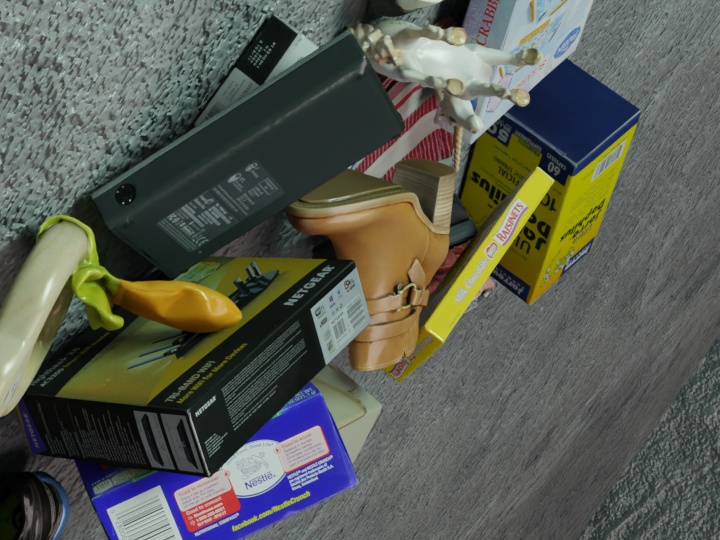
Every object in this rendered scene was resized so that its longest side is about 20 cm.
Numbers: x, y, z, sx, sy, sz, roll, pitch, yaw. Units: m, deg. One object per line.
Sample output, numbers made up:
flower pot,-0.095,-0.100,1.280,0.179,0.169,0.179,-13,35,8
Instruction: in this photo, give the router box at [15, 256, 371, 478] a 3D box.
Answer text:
router box,-0.110,0.058,1.152,0.200,0.156,0.053,-42,125,-47

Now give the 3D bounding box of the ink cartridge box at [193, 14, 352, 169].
ink cartridge box,-0.044,-0.111,1.245,0.095,0.037,0.200,-54,157,4

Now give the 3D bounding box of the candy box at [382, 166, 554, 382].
candy box,0.093,0.003,1.477,0.200,0.026,0.102,-53,180,-31

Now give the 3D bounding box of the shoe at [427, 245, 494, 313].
shoe,0.045,0.016,1.540,0.199,0.091,0.072,-25,160,-53

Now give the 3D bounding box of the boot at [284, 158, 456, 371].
boot,0.000,0.000,1.308,0.199,0.076,0.157,-17,122,-59

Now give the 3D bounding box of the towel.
towel,0.030,-0.105,1.428,0.144,0.023,0.201,-43,157,-22

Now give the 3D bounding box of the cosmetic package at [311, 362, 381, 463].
cosmetic package,-0.081,0.135,1.467,0.199,0.103,0.074,-19,141,-57

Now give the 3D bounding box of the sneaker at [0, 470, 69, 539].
sneaker,-0.289,0.226,1.230,0.200,0.070,0.083,-56,155,-6

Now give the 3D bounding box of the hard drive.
hard drive,-0.069,-0.073,1.152,0.199,0.033,0.140,-32,161,3

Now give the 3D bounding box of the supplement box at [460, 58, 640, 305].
supplement box,0.172,-0.086,1.635,0.109,0.109,0.201,-38,155,-34

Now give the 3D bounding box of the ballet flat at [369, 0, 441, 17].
ballet flat,0.036,-0.224,1.185,0.068,0.068,0.200,-41,157,-12

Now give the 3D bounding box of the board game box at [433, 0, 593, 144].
board game box,0.147,-0.231,1.409,0.200,0.041,0.201,-42,156,-45

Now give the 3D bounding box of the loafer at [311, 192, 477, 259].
loafer,0.021,-0.036,1.446,0.072,0.064,0.199,-26,173,39

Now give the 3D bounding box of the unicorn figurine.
unicorn figurine,0.066,-0.148,1.290,0.199,0.137,0.074,33,78,-36

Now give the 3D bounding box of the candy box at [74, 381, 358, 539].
candy box,-0.111,0.125,1.199,0.168,0.078,0.200,-24,-165,-11

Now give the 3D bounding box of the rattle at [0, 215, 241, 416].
rattle,-0.181,0.074,1.047,0.130,0.142,0.201,-41,-160,38
